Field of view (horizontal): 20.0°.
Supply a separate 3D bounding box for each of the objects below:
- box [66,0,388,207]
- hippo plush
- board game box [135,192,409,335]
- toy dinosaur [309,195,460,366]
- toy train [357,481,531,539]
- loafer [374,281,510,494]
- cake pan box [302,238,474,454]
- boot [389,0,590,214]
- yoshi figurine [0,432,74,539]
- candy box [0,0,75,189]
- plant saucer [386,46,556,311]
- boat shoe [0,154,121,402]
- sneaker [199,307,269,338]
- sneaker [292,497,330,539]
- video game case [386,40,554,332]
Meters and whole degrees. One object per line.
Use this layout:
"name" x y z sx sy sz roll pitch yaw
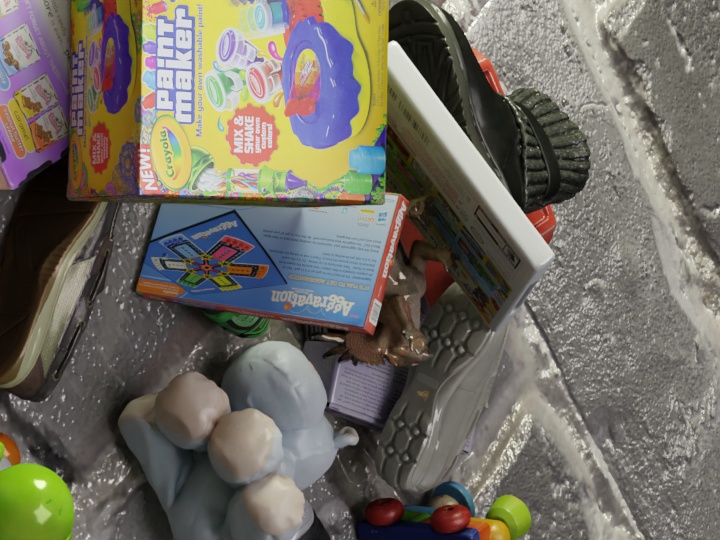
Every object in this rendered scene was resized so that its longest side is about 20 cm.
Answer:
"box" -0.091 -0.146 1.393 0.191 0.122 0.202 0 91 -32
"hippo plush" -0.067 0.142 1.538 0.160 0.158 0.202 -32 114 -40
"board game box" -0.067 -0.017 1.504 0.019 0.198 0.104 40 63 -58
"toy dinosaur" 0.000 0.000 1.576 0.086 0.135 0.201 -34 103 -38
"toy train" 0.106 0.224 1.701 0.115 0.199 0.086 -25 109 -48
"loafer" 0.076 0.089 1.671 0.070 0.070 0.201 16 103 -55
"cake pan box" 0.036 0.046 1.725 0.199 0.052 0.186 21 74 -46
"boot" 0.103 -0.137 1.681 0.157 0.079 0.213 -31 105 -48
"yoshi figurine" -0.233 0.142 1.322 0.111 0.200 0.113 8 112 -22
"candy box" -0.223 -0.176 1.421 0.200 0.071 0.169 -38 118 -39
"plant saucer" 0.089 -0.083 1.735 0.200 0.036 0.201 -32 101 -50
"boat shoe" -0.213 -0.003 1.448 0.065 0.073 0.201 46 63 -50
"sneaker" -0.073 -0.040 1.599 0.201 0.077 0.085 -63 148 -22
"sneaker" -0.060 0.285 1.610 0.114 0.075 0.201 40 61 -37
"video game case" 0.066 -0.059 1.553 0.023 0.182 0.201 -34 80 -14
